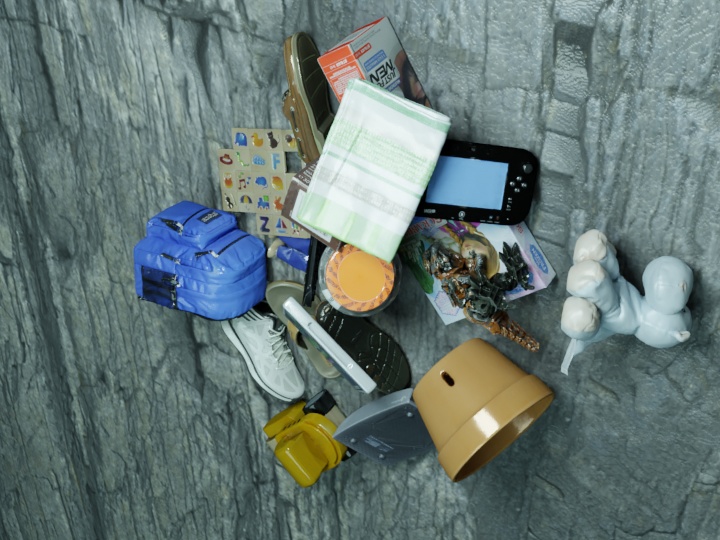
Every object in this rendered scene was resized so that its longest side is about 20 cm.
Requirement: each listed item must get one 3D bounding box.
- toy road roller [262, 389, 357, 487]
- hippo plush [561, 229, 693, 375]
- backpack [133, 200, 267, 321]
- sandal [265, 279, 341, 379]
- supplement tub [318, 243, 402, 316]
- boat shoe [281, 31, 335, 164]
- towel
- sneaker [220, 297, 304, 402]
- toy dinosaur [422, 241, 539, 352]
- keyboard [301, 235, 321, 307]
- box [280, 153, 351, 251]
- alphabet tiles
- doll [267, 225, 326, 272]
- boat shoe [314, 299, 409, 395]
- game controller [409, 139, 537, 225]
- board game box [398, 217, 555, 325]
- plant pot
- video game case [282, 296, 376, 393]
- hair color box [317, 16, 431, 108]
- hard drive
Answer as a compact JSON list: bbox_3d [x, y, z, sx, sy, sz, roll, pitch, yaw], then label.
[{"bbox_3d":[-0.102,0.312,1.977,0.123,0.146,0.199,51,134,-6],"label":"toy road roller"},{"bbox_3d":[0.349,0.053,1.467,0.158,0.159,0.203,9,106,17],"label":"hippo plush"},{"bbox_3d":[-0.256,-0.012,1.855,0.198,0.162,0.170,20,126,25],"label":"backpack"},{"bbox_3d":[-0.086,0.101,1.871,0.080,0.054,0.202,-26,106,19],"label":"sandal"},{"bbox_3d":[0.000,0.000,1.639,0.120,0.200,0.125,0,95,1],"label":"supplement tub"},{"bbox_3d":[-0.084,-0.241,1.633,0.067,0.072,0.203,0,117,30],"label":"boat shoe"},{"bbox_3d":[0.015,-0.130,1.453,0.148,0.031,0.202,25,97,13],"label":"towel"},{"bbox_3d":[-0.149,0.130,1.935,0.201,0.076,0.115,51,136,-1],"label":"sneaker"},{"bbox_3d":[0.176,0.030,1.586,0.198,0.103,0.136,27,150,-8],"label":"toy dinosaur"},{"bbox_3d":[-0.064,-0.044,1.664,0.020,0.203,0.127,9,162,-6],"label":"keyboard"},{"bbox_3d":[-0.013,-0.121,1.579,0.099,0.200,0.076,32,131,11],"label":"box"},{"bbox_3d":[-0.141,-0.137,1.765,0.198,0.008,0.170,6,108,33],"label":"alphabet tiles"},{"bbox_3d":[-0.054,-0.018,1.785,0.198,0.048,0.138,25,132,20],"label":"doll"},{"bbox_3d":[0.001,0.117,1.830,0.200,0.076,0.074,49,171,-17],"label":"boat shoe"},{"bbox_3d":[0.139,-0.118,1.501,0.042,0.197,0.106,-157,72,-74],"label":"game controller"},{"bbox_3d":[0.149,-0.037,1.631,0.199,0.041,0.201,-25,104,43],"label":"board game box"},{"bbox_3d":[0.171,0.197,1.688,0.140,0.199,0.201,50,137,19],"label":"plant pot"},{"bbox_3d":[-0.051,0.118,1.738,0.182,0.023,0.200,46,174,1],"label":"video game case"},{"bbox_3d":[0.035,-0.226,1.535,0.063,0.111,0.202,-14,112,39],"label":"hair color box"},{"bbox_3d":[0.060,0.258,1.864,0.134,0.043,0.199,32,140,-25],"label":"hard drive"}]
